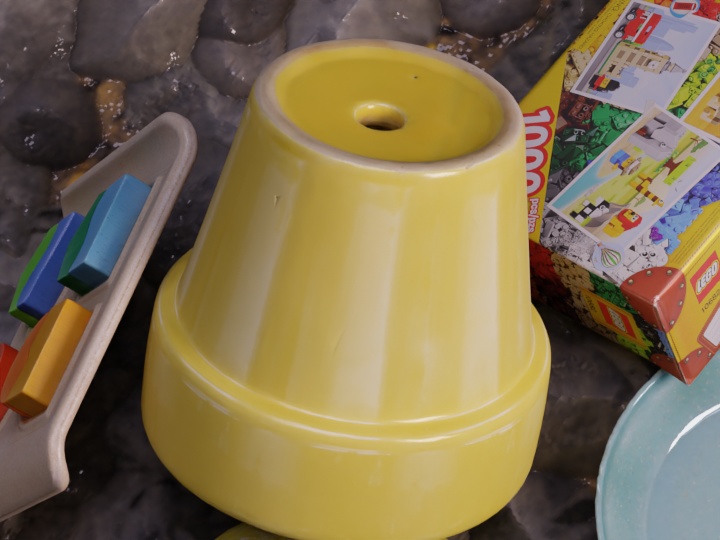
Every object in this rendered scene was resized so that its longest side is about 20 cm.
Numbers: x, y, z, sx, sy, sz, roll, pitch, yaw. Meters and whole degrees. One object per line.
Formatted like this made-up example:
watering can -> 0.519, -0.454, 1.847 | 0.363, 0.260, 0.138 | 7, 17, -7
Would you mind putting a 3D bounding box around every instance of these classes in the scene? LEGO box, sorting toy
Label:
LEGO box -> 0.166, -0.061, 1.559 | 0.149, 0.077, 0.200 | 29, 69, 36
sorting toy -> -0.156, 0.027, 1.518 | 0.036, 0.185, 0.201 | 26, 68, -17

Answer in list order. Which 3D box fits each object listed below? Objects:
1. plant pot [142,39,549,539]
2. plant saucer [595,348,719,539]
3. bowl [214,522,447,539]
plant pot -> 0.000, 0.000, 1.454 | 0.200, 0.189, 0.201 | 6, 32, -4
plant saucer -> 0.218, 0.124, 1.507 | 0.199, 0.036, 0.201 | -2, 64, 4
bowl -> -0.020, 0.193, 1.459 | 0.199, 0.108, 0.201 | -2, 65, 5
